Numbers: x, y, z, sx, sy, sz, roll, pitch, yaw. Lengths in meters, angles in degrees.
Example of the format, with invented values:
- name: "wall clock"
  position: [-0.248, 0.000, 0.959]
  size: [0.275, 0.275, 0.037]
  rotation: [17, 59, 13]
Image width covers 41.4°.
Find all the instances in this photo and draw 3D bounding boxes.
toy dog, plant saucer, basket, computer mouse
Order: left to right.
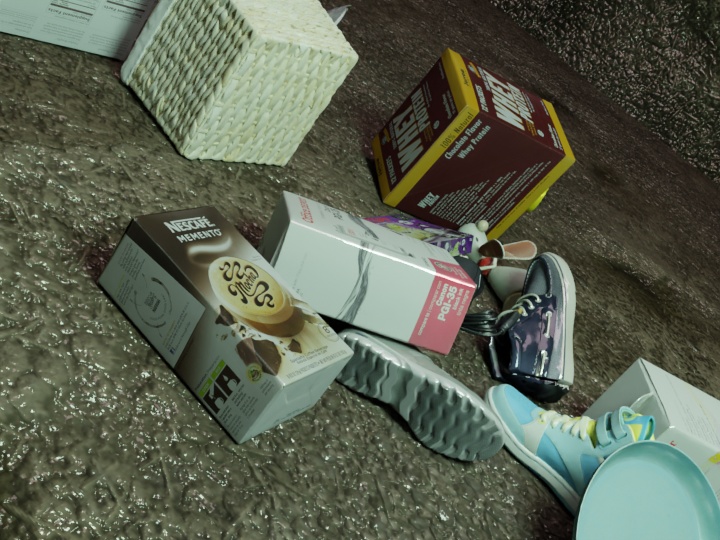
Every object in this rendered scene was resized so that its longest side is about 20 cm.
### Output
- name: "basket"
  position: [-0.142, -0.252, 1.156]
  size: [0.198, 0.200, 0.161]
  rotation: [-3, 48, -52]
- name: "computer mouse"
  position: [0.132, 0.022, 1.151]
  size: [0.140, 0.046, 0.200]
  rotation: [12, 20, 20]
- name: "toy dog"
  position: [0.212, -0.004, 1.298]
  size: [0.200, 0.096, 0.132]
  rotation: [42, 26, 10]
- name: "plant saucer"
  position: [0.272, 0.263, 0.907]
  size: [0.200, 0.027, 0.201]
  rotation: [7, 77, -30]

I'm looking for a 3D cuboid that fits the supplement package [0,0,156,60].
- name: "supplement package"
  position: [-0.374, -0.358, 1.142]
  size: [0.200, 0.111, 0.156]
  rotation: [3, 42, -49]

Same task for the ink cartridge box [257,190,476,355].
- name: "ink cartridge box"
  position: [0.000, 0.000, 0.978]
  size: [0.200, 0.083, 0.147]
  rotation: [20, 13, -13]

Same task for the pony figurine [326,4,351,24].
- name: "pony figurine"
  position: [-0.123, -0.319, 1.375]
  size: [0.200, 0.166, 0.193]
  rotation: [32, 58, -17]

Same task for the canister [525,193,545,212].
- name: "canister"
  position: [0.201, -0.183, 1.559]
  size: [0.200, 0.087, 0.149]
  rotation: [30, 5, -9]

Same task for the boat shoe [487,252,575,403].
- name: "boat shoe"
  position: [0.207, 0.056, 1.165]
  size: [0.093, 0.075, 0.200]
  rotation: [19, 54, -25]

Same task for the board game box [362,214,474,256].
- name: "board game box"
  position: [0.042, -0.039, 1.169]
  size: [0.120, 0.032, 0.200]
  rotation: [13, 13, 31]

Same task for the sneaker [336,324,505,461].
- name: "sneaker"
  position: [0.063, 0.110, 0.954]
  size: [0.200, 0.075, 0.082]
  rotation: [36, 28, 0]

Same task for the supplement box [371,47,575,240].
- name: "supplement box"
  position: [0.156, -0.171, 1.368]
  size: [0.200, 0.197, 0.133]
  rotation: [20, 40, -29]

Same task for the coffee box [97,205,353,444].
- name: "coffee box"
  position: [-0.119, 0.040, 0.841]
  size: [0.200, 0.080, 0.113]
  rotation: [45, 28, 16]

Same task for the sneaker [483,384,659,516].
- name: "sneaker"
  position: [0.233, 0.167, 1.008]
  size: [0.200, 0.131, 0.080]
  rotation: [45, 29, 16]

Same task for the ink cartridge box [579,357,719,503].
- name: "ink cartridge box"
  position: [0.350, 0.206, 1.089]
  size: [0.200, 0.129, 0.125]
  rotation: [29, 27, -17]
